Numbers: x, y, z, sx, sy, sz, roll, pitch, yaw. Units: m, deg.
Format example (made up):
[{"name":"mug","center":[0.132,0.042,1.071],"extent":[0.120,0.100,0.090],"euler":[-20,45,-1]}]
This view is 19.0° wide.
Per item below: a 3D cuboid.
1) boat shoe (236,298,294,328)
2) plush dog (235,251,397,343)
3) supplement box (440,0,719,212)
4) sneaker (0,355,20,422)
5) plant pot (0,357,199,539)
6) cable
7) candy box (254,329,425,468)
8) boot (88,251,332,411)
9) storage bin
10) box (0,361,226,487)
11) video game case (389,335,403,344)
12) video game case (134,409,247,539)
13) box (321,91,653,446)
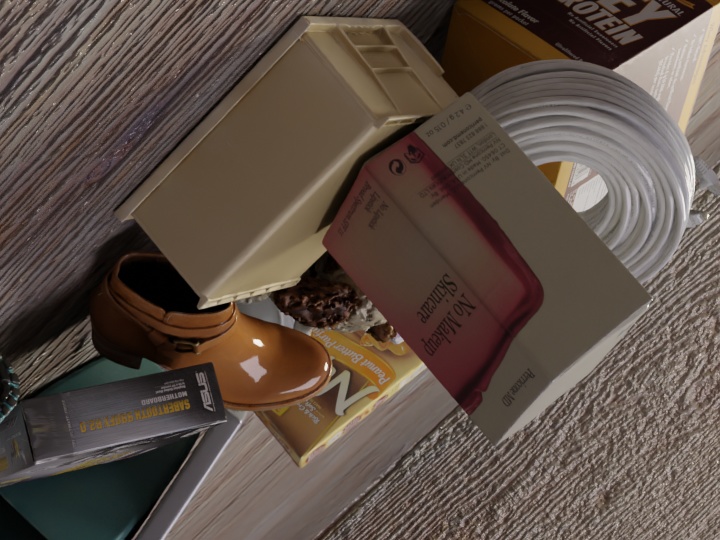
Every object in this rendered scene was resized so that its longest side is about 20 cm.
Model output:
[{"name":"boat shoe","center":[-0.099,0.059,1.966],"extent":[0.067,0.074,0.200],"euler":[-38,170,-26]},{"name":"plush dog","center":[0.000,0.000,1.737],"extent":[0.199,0.161,0.172],"euler":[-36,-167,-14]},{"name":"supplement box","center":[0.171,-0.144,1.768],"extent":[0.199,0.133,0.198],"euler":[-32,147,-38]},{"name":"sneaker","center":[-0.321,0.129,1.476],"extent":[0.200,0.078,0.086],"euler":[-30,169,-43]},{"name":"plant pot","center":[-0.231,0.170,1.804],"extent":[0.200,0.141,0.142],"euler":[-44,174,-36]},{"name":"cable","center":[0.154,-0.065,1.634],"extent":[0.199,0.200,0.069],"euler":[-24,-147,27]},{"name":"candy box","center":[-0.023,0.104,2.308],"extent":[0.200,0.116,0.055],"euler":[-38,169,-14]},{"name":"boot","center":[-0.106,0.039,1.624],"extent":[0.155,0.199,0.077],"euler":[122,-15,-66]},{"name":"storage bin","center":[-0.040,-0.080,1.549],"extent":[0.200,0.094,0.198],"euler":[-45,169,20]},{"name":"box","center":[-0.213,0.122,1.626],"extent":[0.157,0.049,0.200],"euler":[-12,173,-31]},{"name":"video game case","center":[0.084,-0.055,1.913],"extent":[0.199,0.024,0.183],"euler":[-30,125,-14]},{"name":"video game case","center":[-0.158,0.196,1.813],"extent":[0.201,0.022,0.182],"euler":[-56,-179,1]},{"name":"box","center":[0.085,0.000,1.514],"extent":[0.109,0.200,0.128],"euler":[-35,168,-28]}]
